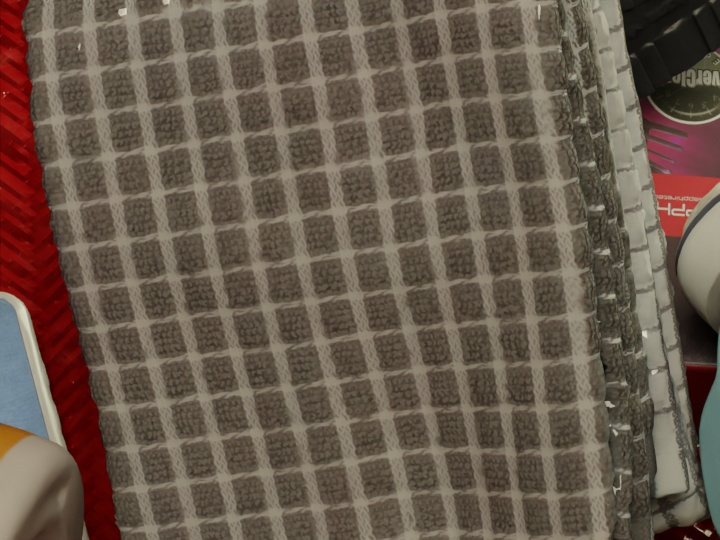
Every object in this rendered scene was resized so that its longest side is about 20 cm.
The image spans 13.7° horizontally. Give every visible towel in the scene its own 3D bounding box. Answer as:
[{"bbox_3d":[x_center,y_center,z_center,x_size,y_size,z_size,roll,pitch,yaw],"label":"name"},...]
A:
[{"bbox_3d":[0.000,0.000,0.852,0.165,0.086,0.201,-8,99,16],"label":"towel"}]

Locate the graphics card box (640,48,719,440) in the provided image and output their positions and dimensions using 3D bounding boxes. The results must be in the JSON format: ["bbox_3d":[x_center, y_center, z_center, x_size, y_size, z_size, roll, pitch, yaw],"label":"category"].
[{"bbox_3d":[0.063,-0.047,0.967,0.125,0.051,0.201,4,60,3],"label":"graphics card box"}]

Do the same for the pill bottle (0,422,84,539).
[{"bbox_3d":[-0.189,0.075,0.854,0.199,0.112,0.113,16,62,9],"label":"pill bottle"}]

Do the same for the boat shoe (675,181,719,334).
[{"bbox_3d":[0.160,-0.040,0.928,0.199,0.072,0.066,-26,55,-32],"label":"boat shoe"}]

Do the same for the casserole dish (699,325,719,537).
[{"bbox_3d":[0.177,0.040,0.805,0.039,0.199,0.122,0,79,-44],"label":"casserole dish"}]

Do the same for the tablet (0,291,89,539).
[{"bbox_3d":[-0.142,0.106,0.907,0.129,0.014,0.201,-15,63,-7],"label":"tablet"}]

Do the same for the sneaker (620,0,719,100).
[{"bbox_3d":[0.064,-0.093,0.937,0.199,0.070,0.082,-28,37,-9],"label":"sneaker"}]
